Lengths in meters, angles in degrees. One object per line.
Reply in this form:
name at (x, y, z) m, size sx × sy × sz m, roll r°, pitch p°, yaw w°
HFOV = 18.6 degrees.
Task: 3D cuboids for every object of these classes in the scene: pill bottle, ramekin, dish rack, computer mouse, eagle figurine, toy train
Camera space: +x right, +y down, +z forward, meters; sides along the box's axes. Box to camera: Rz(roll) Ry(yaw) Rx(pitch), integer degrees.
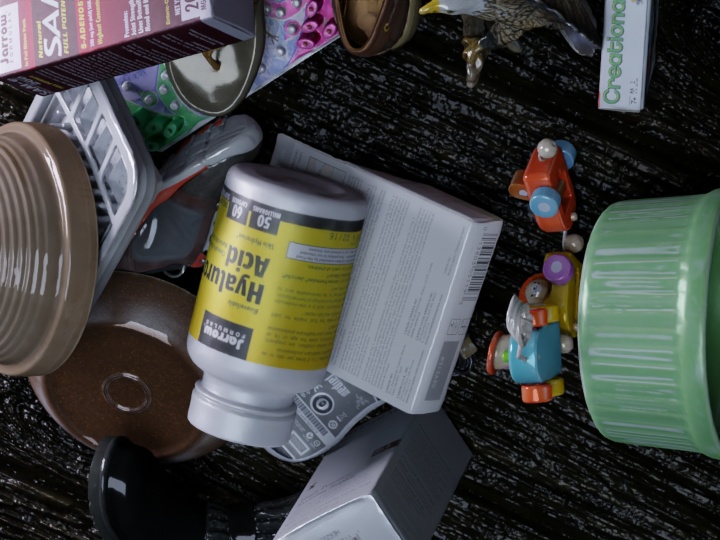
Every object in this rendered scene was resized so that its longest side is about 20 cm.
pill bottle at (-0.070, 0.027, 1.669) m, size 0.111 × 0.111 × 0.201 m, roll 15°, pitch 101°, yaw 8°
ramekin at (0.229, 0.038, 1.616) m, size 0.097 × 0.200 × 0.201 m, roll 1°, pitch 111°, yaw 22°
dish rack at (-0.220, -0.061, 1.717) m, size 0.200 × 0.043 × 0.172 m, roll -56°, pitch 48°, yaw 36°
computer mouse at (-0.005, 0.079, 1.772) m, size 0.200 × 0.044 × 0.110 m, roll -36°, pitch 103°, yaw 18°
eagle figurine at (0.112, -0.207, 1.540) m, size 0.152 × 0.151 × 0.200 m, roll 39°, pitch 153°, yaw -2°
toy train at (0.125, 0.004, 1.646) m, size 0.055 × 0.200 × 0.150 m, roll -2°, pitch 135°, yaw 24°

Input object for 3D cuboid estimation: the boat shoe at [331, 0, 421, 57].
boat shoe at (0.009, -0.254, 1.620) m, size 0.072 × 0.068 × 0.201 m, roll 7°, pitch 112°, yaw 20°

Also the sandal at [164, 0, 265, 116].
sandal at (-0.102, -0.209, 1.648) m, size 0.080 × 0.054 × 0.200 m, roll 23°, pitch 114°, yaw 5°

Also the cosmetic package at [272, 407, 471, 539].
cosmetic package at (0.011, 0.177, 1.717) m, size 0.102 × 0.200 × 0.074 m, roll -29°, pitch 102°, yaw 22°

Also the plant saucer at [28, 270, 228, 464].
plant saucer at (-0.187, 0.091, 1.797) m, size 0.200 × 0.037 × 0.201 m, roll 7°, pitch 128°, yaw 9°

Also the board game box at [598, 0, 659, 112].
board game box at (0.195, -0.226, 1.555) m, size 0.035 × 0.126 × 0.201 m, roll 5°, pitch 111°, yaw 10°

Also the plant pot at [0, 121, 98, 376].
plant pot at (-0.290, -0.016, 1.700) m, size 0.201 × 0.093 × 0.201 m, roll 1°, pitch 91°, yaw 55°

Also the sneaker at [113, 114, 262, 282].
sneaker at (-0.133, -0.048, 1.744) m, size 0.082 × 0.077 × 0.200 m, roll 44°, pitch 125°, yaw -14°

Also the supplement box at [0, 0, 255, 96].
supplement box at (-0.178, -0.206, 1.623) m, size 0.200 × 0.061 × 0.109 m, roll -13°, pitch 74°, yaw 29°

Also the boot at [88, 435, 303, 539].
boot at (-0.119, 0.204, 1.802) m, size 0.157 × 0.080 × 0.211 m, roll -4°, pitch 142°, yaw 20°

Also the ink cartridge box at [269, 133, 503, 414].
ink cartridge box at (0.000, 0.000, 1.714) m, size 0.200 × 0.050 × 0.161 m, roll 26°, pitch 105°, yaw 34°

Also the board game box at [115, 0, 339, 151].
board game box at (-0.143, -0.217, 1.699) m, size 0.200 × 0.026 × 0.200 m, roll -30°, pitch 101°, yaw 22°
